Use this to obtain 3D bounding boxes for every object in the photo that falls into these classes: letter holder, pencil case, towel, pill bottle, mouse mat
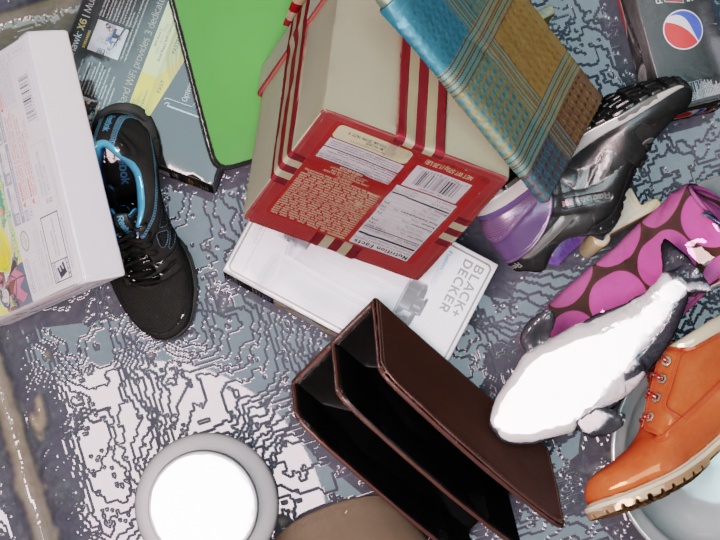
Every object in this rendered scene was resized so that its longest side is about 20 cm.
[{"bbox_3d":[0.053,0.143,1.643,0.200,0.142,0.101,41,104,-17],"label":"letter holder"},{"bbox_3d":[0.225,0.022,1.699,0.200,0.091,0.094,-44,65,19],"label":"pencil case"},{"bbox_3d":[0.099,-0.163,1.584,0.200,0.022,0.147,50,43,-17],"label":"towel"},{"bbox_3d":[-0.118,0.182,1.640,0.110,0.200,0.111,0,84,-1],"label":"pill bottle"},{"bbox_3d":[-0.050,-0.183,1.738,0.199,0.008,0.162,-17,98,-22],"label":"mouse mat"}]

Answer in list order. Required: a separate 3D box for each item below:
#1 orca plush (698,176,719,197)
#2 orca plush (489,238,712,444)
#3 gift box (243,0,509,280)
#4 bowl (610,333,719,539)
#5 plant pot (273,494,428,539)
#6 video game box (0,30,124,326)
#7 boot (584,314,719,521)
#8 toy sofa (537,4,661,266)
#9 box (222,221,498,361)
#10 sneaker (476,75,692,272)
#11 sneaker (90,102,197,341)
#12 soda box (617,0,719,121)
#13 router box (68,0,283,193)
[{"bbox_3d":[0.378,-0.041,1.763,0.199,0.071,0.105,-9,40,-8],"label":"orca plush"},{"bbox_3d":[0.183,0.060,1.644,0.105,0.071,0.200,36,95,9],"label":"orca plush"},{"bbox_3d":[0.030,-0.132,1.641,0.184,0.200,0.187,22,51,-22],"label":"gift box"},{"bbox_3d":[0.296,0.148,1.719,0.200,0.090,0.202,0,84,-3],"label":"bowl"},{"bbox_3d":[0.007,0.278,1.659,0.199,0.200,0.175,-19,66,-5],"label":"plant pot"},{"bbox_3d":[-0.271,-0.068,1.678,0.047,0.182,0.201,-9,83,-42],"label":"video game box"},{"bbox_3d":[0.240,0.114,1.644,0.200,0.075,0.107,-33,83,-13],"label":"boot"},{"bbox_3d":[0.156,-0.108,1.744,0.097,0.083,0.201,-27,86,-6],"label":"toy sofa"},{"bbox_3d":[0.000,0.000,1.736,0.200,0.060,0.117,29,84,0],"label":"box"},{"bbox_3d":[0.186,-0.075,1.675,0.200,0.076,0.088,-33,103,0],"label":"sneaker"},{"bbox_3d":[-0.185,-0.029,1.696,0.073,0.082,0.201,-11,109,10],"label":"sneaker"},{"bbox_3d":[0.253,-0.228,1.767,0.063,0.071,0.201,-13,85,-5],"label":"soda box"},{"bbox_3d":[-0.159,-0.185,1.752,0.157,0.052,0.201,21,83,0],"label":"router box"}]
